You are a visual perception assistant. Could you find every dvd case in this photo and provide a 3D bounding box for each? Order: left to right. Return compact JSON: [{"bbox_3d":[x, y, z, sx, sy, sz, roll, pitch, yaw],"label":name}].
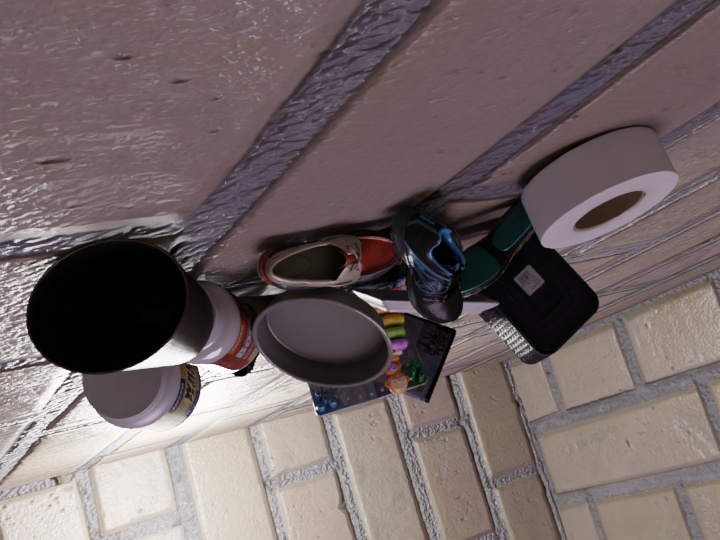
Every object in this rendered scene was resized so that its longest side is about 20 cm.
[{"bbox_3d":[0.052,0.134,1.521,0.198,0.144,0.018,18,152,16],"label":"dvd case"}]

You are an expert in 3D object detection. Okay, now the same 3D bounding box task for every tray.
[{"bbox_3d":[0.096,0.047,1.282,0.197,0.023,0.107,2,-175,-26],"label":"tray"}]

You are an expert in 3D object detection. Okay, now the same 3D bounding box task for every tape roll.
[{"bbox_3d":[0.321,-0.108,1.171,0.200,0.072,0.203,-20,161,-7],"label":"tape roll"}]

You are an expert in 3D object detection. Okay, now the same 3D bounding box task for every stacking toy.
[{"bbox_3d":[0.037,0.108,1.445,0.115,0.203,0.110,-11,166,-21],"label":"stacking toy"}]

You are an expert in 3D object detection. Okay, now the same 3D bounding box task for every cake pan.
[{"bbox_3d":[-0.050,0.091,1.208,0.197,0.037,0.202,7,139,6],"label":"cake pan"}]

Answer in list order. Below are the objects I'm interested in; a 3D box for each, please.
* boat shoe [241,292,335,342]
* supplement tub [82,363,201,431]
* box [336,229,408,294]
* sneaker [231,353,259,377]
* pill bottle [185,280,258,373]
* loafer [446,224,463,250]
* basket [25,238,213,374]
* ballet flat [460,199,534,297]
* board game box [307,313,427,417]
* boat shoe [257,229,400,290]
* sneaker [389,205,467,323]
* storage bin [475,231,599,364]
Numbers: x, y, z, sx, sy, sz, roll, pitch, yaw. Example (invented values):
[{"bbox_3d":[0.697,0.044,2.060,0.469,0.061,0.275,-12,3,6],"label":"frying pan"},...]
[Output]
[{"bbox_3d":[-0.104,0.063,1.308,0.198,0.073,0.067,1,-169,36],"label":"boat shoe"},{"bbox_3d":[-0.336,0.174,1.349,0.143,0.146,0.200,-17,168,0],"label":"supplement tub"},{"bbox_3d":[0.000,0.000,1.294,0.157,0.047,0.200,-16,167,-4],"label":"box"},{"bbox_3d":[-0.212,0.146,1.525,0.075,0.089,0.200,-22,167,18],"label":"sneaker"},{"bbox_3d":[-0.208,0.077,1.191,0.111,0.114,0.200,-18,168,4],"label":"pill bottle"},{"bbox_3d":[0.114,-0.042,1.267,0.063,0.072,0.200,-39,177,-12],"label":"loafer"},{"bbox_3d":[-0.248,0.049,0.993,0.178,0.138,0.200,-15,171,6],"label":"basket"},{"bbox_3d":[0.197,-0.022,1.283,0.200,0.068,0.075,-44,155,-4],"label":"ballet flat"},{"bbox_3d":[-0.006,0.130,1.501,0.197,0.202,0.026,-16,149,-5],"label":"board game box"},{"bbox_3d":[-0.034,-0.013,1.127,0.197,0.072,0.062,-7,-178,-19],"label":"boat shoe"},{"bbox_3d":[0.103,0.006,1.155,0.073,0.081,0.201,-48,135,-21],"label":"sneaker"},{"bbox_3d":[0.256,0.031,1.367,0.135,0.200,0.094,-40,173,-14],"label":"storage bin"}]
